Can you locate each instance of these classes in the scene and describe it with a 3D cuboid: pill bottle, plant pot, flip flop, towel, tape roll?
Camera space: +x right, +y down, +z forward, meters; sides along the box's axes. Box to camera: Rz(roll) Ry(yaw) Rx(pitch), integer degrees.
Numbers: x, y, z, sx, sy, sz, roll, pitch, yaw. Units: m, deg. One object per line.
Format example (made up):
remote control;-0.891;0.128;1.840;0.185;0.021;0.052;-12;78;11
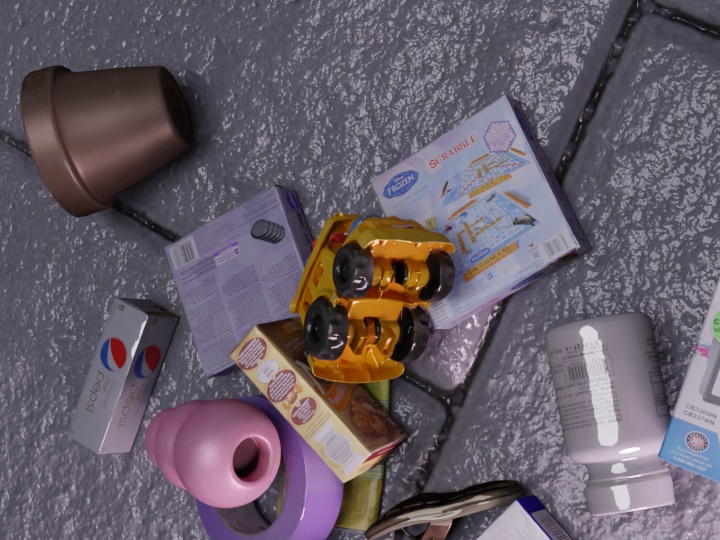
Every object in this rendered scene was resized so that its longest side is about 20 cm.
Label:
pill bottle;0.267;0.151;1.386;0.114;0.114;0.200;-15;79;28
plant pot;-0.318;-0.189;1.711;0.175;0.200;0.200;-18;78;9
flip flop;0.094;0.285;1.503;0.200;0.081;0.058;-17;93;22
towel;-0.033;0.216;1.602;0.144;0.023;0.200;8;91;30
tape roll;-0.114;0.251;1.596;0.200;0.066;0.200;-6;81;42

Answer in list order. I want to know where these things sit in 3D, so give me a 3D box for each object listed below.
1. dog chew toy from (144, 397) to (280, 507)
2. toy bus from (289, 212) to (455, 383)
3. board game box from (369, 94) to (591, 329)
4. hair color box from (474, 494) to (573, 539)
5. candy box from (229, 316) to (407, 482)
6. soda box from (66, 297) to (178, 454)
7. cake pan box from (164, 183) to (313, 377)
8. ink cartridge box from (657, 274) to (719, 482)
dog chew toy;-0.184;0.207;1.546;0.200;0.124;0.125;2;88;50
toy bus;0.000;0.000;1.519;0.192;0.136;0.200;60;137;46
board game box;0.134;-0.065;1.517;0.200;0.041;0.200;-30;73;25
hair color box;0.153;0.357;1.465;0.200;0.065;0.109;-48;67;16
candy box;-0.047;0.145;1.524;0.200;0.115;0.055;47;108;14
soda box;-0.313;0.138;1.737;0.064;0.068;0.200;24;99;28
cake pan box;-0.143;0.017;1.662;0.200;0.052;0.184;-28;72;24
ink cartridge box;0.407;0.112;1.292;0.147;0.146;0.200;20;96;28
